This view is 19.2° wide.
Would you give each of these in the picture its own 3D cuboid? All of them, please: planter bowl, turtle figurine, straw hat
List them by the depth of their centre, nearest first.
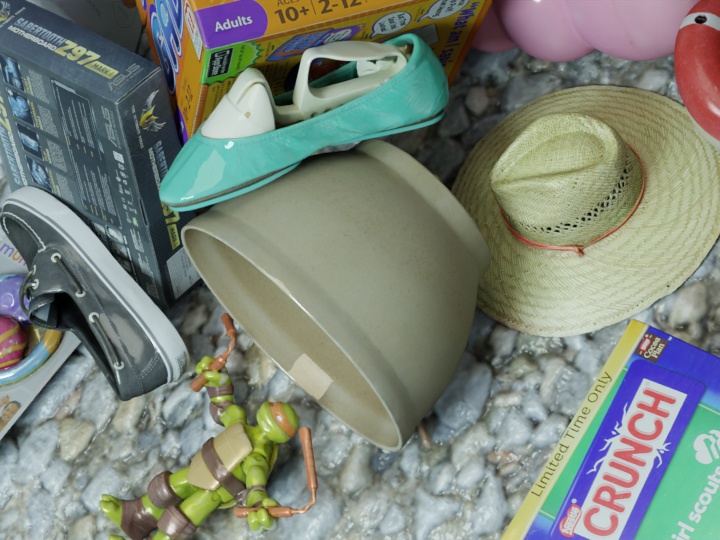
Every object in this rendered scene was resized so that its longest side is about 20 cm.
[{"bbox_3d":[0.000,0.000,1.387,0.135,0.200,0.200,-44,56,-13],"label":"planter bowl"},{"bbox_3d":[0.136,-0.061,1.410,0.200,0.085,0.202,-9,64,20],"label":"straw hat"},{"bbox_3d":[-0.099,0.130,1.439,0.161,0.064,0.200,-38,44,9],"label":"turtle figurine"}]

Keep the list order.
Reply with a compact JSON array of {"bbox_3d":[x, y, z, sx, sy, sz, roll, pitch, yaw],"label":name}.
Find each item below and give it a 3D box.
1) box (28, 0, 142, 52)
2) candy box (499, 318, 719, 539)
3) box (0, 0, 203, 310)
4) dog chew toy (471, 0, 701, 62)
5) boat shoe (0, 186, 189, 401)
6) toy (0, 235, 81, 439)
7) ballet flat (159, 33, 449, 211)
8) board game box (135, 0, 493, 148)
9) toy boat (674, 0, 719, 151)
[{"bbox_3d":[-0.233,-0.269,1.633,0.106,0.152,0.201,3,68,24],"label":"box"},{"bbox_3d":[0.213,0.146,1.284,0.200,0.077,0.169,25,79,32],"label":"candy box"},{"bbox_3d":[-0.192,-0.083,1.500,0.157,0.200,0.051,26,53,31],"label":"box"},{"bbox_3d":[0.145,-0.198,1.456,0.199,0.124,0.125,-7,64,31],"label":"dog chew toy"},{"bbox_3d":[-0.204,0.019,1.499,0.066,0.070,0.200,-33,64,-25],"label":"boat shoe"},{"bbox_3d":[-0.275,0.050,1.546,0.115,0.047,0.200,28,73,27],"label":"toy"},{"bbox_3d":[-0.041,-0.102,1.339,0.199,0.071,0.067,-21,27,-11],"label":"ballet flat"},{"bbox_3d":[-0.044,-0.221,1.419,0.199,0.200,0.201,-15,76,-13],"label":"board game box"},{"bbox_3d":[0.295,-0.139,1.335,0.199,0.131,0.131,10,54,23],"label":"toy boat"}]
